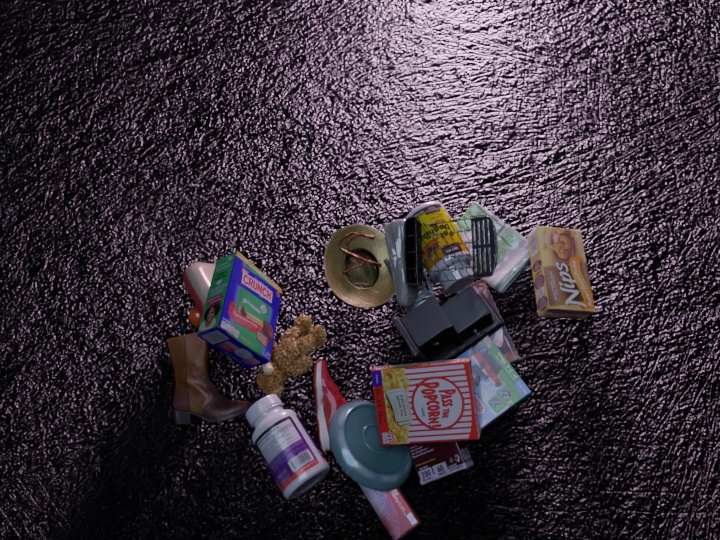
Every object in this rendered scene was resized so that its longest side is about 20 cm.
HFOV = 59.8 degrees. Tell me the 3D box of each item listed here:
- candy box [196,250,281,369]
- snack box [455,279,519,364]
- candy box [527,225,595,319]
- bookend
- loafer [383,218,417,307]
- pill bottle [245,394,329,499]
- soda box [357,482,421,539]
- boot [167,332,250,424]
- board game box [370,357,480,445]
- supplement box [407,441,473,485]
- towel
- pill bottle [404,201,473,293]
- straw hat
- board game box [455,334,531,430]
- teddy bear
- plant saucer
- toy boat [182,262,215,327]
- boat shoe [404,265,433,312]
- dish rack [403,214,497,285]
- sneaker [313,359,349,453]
[{"bbox_3d":[-0.264,0.090,1.402,0.076,0.169,0.202,-19,48,28],"label":"candy box"},{"bbox_3d":[0.286,0.123,1.416,0.071,0.024,0.202,-22,66,3],"label":"snack box"},{"bbox_3d":[0.449,0.004,1.409,0.114,0.055,0.203,4,67,-13],"label":"candy box"},{"bbox_3d":[0.192,0.111,1.324,0.199,0.199,0.093,-35,64,3],"label":"bookend"},{"bbox_3d":[0.088,-0.015,1.419,0.069,0.070,0.203,-9,75,29],"label":"loafer"},{"bbox_3d":[-0.161,0.369,1.330,0.111,0.112,0.201,-34,66,-7],"label":"pill bottle"},{"bbox_3d":[0.042,0.449,1.289,0.063,0.070,0.201,-35,68,-3],"label":"soda box"},{"bbox_3d":[-0.340,0.237,1.413,0.186,0.068,0.203,-7,84,19],"label":"boot"},{"bbox_3d":[0.129,0.260,1.241,0.197,0.046,0.154,-8,91,15],"label":"board game box"},{"bbox_3d":[0.145,0.326,1.304,0.108,0.061,0.202,-28,70,20],"label":"supplement box"},{"bbox_3d":[0.304,-0.059,1.488,0.149,0.031,0.200,-44,68,-12],"label":"towel"},{"bbox_3d":[0.185,-0.052,1.446,0.108,0.109,0.202,-25,67,-3],"label":"pill bottle"},{"bbox_3d":[0.000,0.000,1.472,0.198,0.085,0.204,4,72,-10],"label":"straw hat"},{"bbox_3d":[0.241,0.260,1.345,0.199,0.037,0.152,-37,67,3],"label":"board game box"},{"bbox_3d":[-0.164,0.188,1.426,0.199,0.067,0.145,-35,60,-4],"label":"teddy bear"},{"bbox_3d":[0.029,0.351,1.287,0.198,0.027,0.202,22,39,-19],"label":"plant saucer"},{"bbox_3d":[-0.359,0.086,1.488,0.131,0.130,0.201,-45,64,21],"label":"toy boat"},{"bbox_3d":[0.128,0.034,1.454,0.073,0.065,0.204,-12,66,3],"label":"boat shoe"},{"bbox_3d":[0.194,-0.047,1.349,0.198,0.054,0.156,-7,76,23],"label":"dish rack"},{"bbox_3d":[-0.043,0.292,1.378,0.114,0.078,0.203,-4,73,-7],"label":"sneaker"}]
